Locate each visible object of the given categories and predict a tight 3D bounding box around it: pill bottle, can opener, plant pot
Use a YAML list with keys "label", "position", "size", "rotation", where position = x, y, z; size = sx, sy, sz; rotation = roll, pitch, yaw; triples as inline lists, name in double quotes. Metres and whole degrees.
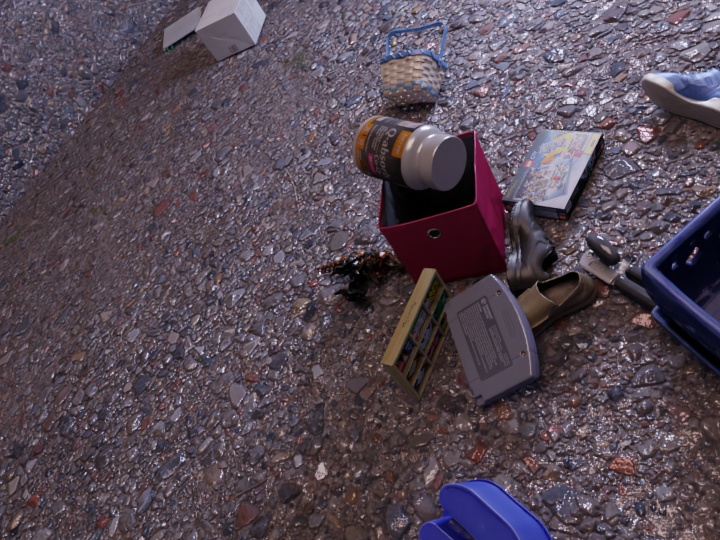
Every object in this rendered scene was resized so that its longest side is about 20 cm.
- label: "pill bottle"
  position: [0.087, -0.212, 1.145]
  size: [0.199, 0.117, 0.117]
  rotation: [24, 70, 44]
- label: "can opener"
  position: [0.448, 0.011, 1.050]
  size: [0.053, 0.067, 0.200]
  rotation: [-43, 48, -3]
- label: "plant pot"
  position: [0.530, 0.036, 0.870]
  size: [0.200, 0.180, 0.200]
  rotation: [-40, 54, -2]

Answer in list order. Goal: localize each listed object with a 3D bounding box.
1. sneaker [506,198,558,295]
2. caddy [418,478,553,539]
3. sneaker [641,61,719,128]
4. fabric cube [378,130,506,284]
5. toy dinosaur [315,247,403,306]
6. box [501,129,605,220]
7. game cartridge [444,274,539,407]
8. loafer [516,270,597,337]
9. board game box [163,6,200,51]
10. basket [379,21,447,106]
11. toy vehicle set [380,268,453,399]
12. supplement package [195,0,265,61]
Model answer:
- label: "sneaker"
  position: [0.323, -0.045, 1.180]
  size: [0.090, 0.076, 0.202]
  rotation: [-4, 62, 23]
- label: "caddy"
  position: [0.180, 0.386, 0.884]
  size: [0.200, 0.104, 0.142]
  rotation: [34, 99, 45]
- label: "sneaker"
  position: [0.651, -0.356, 1.205]
  size: [0.111, 0.077, 0.200]
  rotation: [-47, 48, -1]
- label: "fabric cube"
  position: [0.166, -0.113, 1.238]
  size: [0.194, 0.200, 0.202]
  rotation: [-12, 48, 24]
- label: "toy dinosaur"
  position: [0.000, 0.000, 1.351]
  size: [0.199, 0.103, 0.136]
  rotation: [-25, 19, 33]
- label: "box"
  position: [0.391, -0.198, 1.276]
  size: [0.136, 0.038, 0.201]
  rotation: [15, 64, 40]
- label: "game cartridge"
  position: [0.226, 0.115, 1.079]
  size: [0.133, 0.040, 0.202]
  rotation: [-37, 52, 31]
- label: "loafer"
  position: [0.309, 0.058, 1.092]
  size: [0.199, 0.068, 0.076]
  rotation: [-33, 43, 9]
- label: "board game box"
  position: [-0.790, -1.075, 2.807]
  size: [0.198, 0.026, 0.201]
  rotation: [-27, 45, 12]
- label: "basket"
  position: [0.135, -0.540, 1.644]
  size: [0.175, 0.139, 0.203]
  rotation: [4, 87, 35]
- label: "toy vehicle set"
  position: [0.111, 0.114, 1.138]
  size: [0.026, 0.124, 0.201]
  rotation: [7, 59, 37]
- label: "supplement package"
  position: [-0.494, -0.949, 2.414]
  size: [0.189, 0.147, 0.202]
  rotation: [-12, 49, 25]
